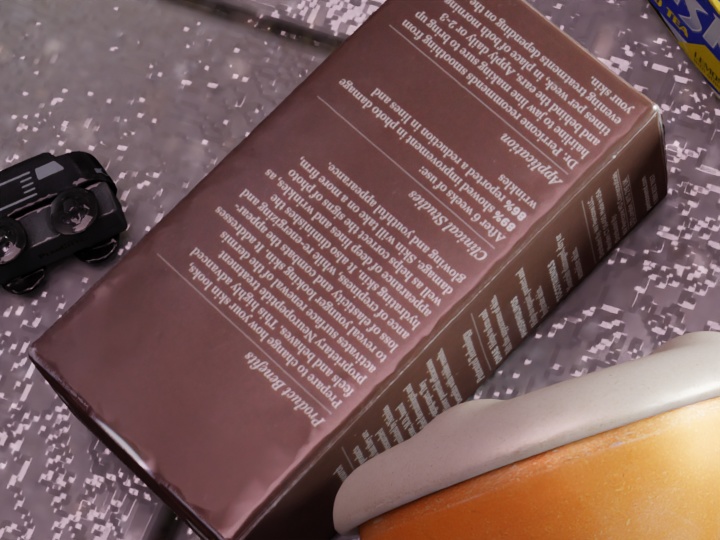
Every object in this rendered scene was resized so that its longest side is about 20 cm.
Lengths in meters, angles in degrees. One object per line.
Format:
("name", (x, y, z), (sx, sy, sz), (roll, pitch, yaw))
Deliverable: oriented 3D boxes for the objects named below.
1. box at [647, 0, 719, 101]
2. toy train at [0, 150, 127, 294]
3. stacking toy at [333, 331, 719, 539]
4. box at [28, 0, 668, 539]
("box", (0.147, -0.084, 0.875), (0.064, 0.070, 0.200), (-31, 66, -5))
("toy train", (-0.178, 0.006, 0.919), (0.199, 0.034, 0.046), (-23, 62, 0))
("stacking toy", (0.086, 0.130, 0.781), (0.146, 0.146, 0.201), (-19, 80, 2))
("box", (0.000, 0.000, 0.868), (0.200, 0.075, 0.100), (-44, 67, -11))
